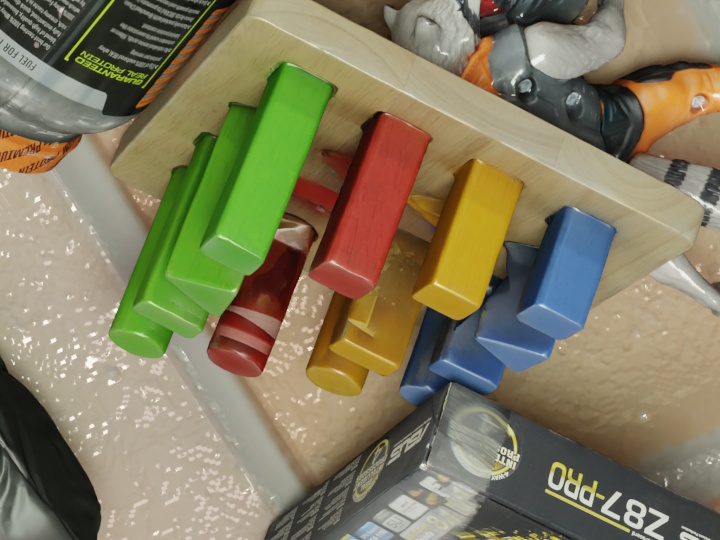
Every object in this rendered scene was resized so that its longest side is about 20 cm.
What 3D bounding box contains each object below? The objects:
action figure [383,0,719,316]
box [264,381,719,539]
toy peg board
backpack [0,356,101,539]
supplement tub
[{"bbox_3d":[0.103,-0.080,1.199,0.192,0.105,0.201,18,119,-18],"label":"action figure"},{"bbox_3d":[0.059,0.133,1.290,0.161,0.049,0.200,29,148,-13],"label":"box"},{"bbox_3d":[0.000,0.000,1.184,0.198,0.098,0.200,27,157,-12],"label":"toy peg board"},{"bbox_3d":[-0.229,0.114,1.293,0.199,0.127,0.167,-33,96,13],"label":"backpack"},{"bbox_3d":[-0.100,-0.141,1.156,0.122,0.123,0.200,36,113,-16],"label":"supplement tub"}]
